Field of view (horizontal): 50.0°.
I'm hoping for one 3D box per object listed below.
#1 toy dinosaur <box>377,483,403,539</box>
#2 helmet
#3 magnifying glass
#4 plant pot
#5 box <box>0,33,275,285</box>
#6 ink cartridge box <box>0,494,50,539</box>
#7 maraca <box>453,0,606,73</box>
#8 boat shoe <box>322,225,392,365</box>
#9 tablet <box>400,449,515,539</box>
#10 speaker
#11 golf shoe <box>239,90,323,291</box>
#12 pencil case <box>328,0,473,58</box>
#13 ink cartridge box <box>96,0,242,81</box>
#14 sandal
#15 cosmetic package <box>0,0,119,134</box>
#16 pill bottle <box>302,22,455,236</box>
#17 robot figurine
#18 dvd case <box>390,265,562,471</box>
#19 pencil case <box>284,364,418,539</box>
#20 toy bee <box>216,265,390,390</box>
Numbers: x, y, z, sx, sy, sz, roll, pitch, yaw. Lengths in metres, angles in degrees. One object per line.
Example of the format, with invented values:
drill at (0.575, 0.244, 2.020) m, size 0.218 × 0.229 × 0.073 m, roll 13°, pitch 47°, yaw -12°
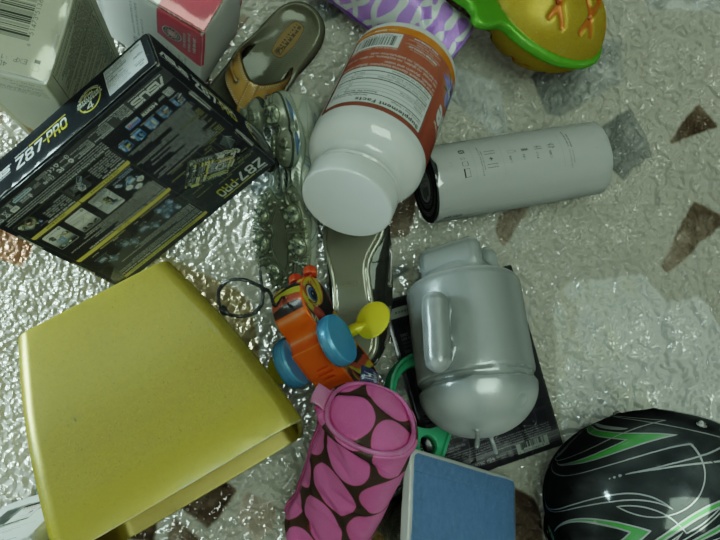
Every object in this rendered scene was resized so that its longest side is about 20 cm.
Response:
toy dinosaur at (0.074, 0.264, 0.764) m, size 0.199 × 0.077 × 0.103 m, roll 22°, pitch 88°, yaw -6°
helmet at (0.285, 0.231, 0.751) m, size 0.199 × 0.191 × 0.201 m, roll 1°, pitch 85°, yaw -11°
magnifying glass at (0.065, 0.179, 0.749) m, size 0.079 × 0.022 × 0.201 m, roll 8°, pitch 67°, yaw -25°
plant pot at (-0.178, 0.111, 0.670) m, size 0.199 × 0.200 × 0.177 m, roll -28°, pitch 78°, yaw -11°
box at (-0.196, -0.083, 0.664) m, size 0.200 × 0.161 × 0.049 m, roll -37°, pitch 53°, yaw 13°
ink cartridge box at (-0.264, 0.272, 0.628) m, size 0.082 × 0.200 × 0.148 m, roll -14°, pitch 87°, yaw -10°
maraca at (0.175, -0.275, 0.810) m, size 0.199 × 0.107 × 0.138 m, roll 11°, pitch 55°, yaw -25°
boat shoe at (0.000, 0.000, 0.789) m, size 0.067 × 0.057 × 0.201 m, roll -2°, pitch 80°, yaw 16°
tablet at (0.097, 0.249, 0.726) m, size 0.200 × 0.014 × 0.131 m, roll 29°, pitch 57°, yaw -46°
speaker at (0.160, -0.105, 0.813) m, size 0.199 × 0.081 × 0.082 m, roll -11°, pitch 87°, yaw -13°
golf shoe at (-0.057, -0.077, 0.768) m, size 0.097 × 0.078 × 0.201 m, roll -19°, pitch 112°, yaw -49°
pencil case at (0.021, -0.279, 0.797) m, size 0.200 × 0.084 × 0.086 m, roll 35°, pitch 91°, yaw -7°
ink cartridge box at (-0.215, -0.273, 0.714) m, size 0.199 × 0.146 × 0.083 m, roll 30°, pitch 78°, yaw -8°
sandal at (-0.098, -0.193, 0.778) m, size 0.082 × 0.055 × 0.200 m, roll 36°, pitch 79°, yaw -7°
cosmetic package at (-0.267, -0.181, 0.667) m, size 0.071 × 0.200 × 0.106 m, roll 13°, pitch 81°, yaw -7°
pill bottle at (0.017, -0.134, 0.734) m, size 0.112 × 0.112 × 0.201 m, roll 27°, pitch 55°, yaw -8°
robot figurine at (0.106, 0.072, 0.739) m, size 0.169 × 0.113 × 0.201 m, roll 21°, pitch 56°, yaw -50°
dvd case at (0.119, 0.110, 0.817) m, size 0.148 × 0.016 × 0.201 m, roll -16°, pitch 89°, yaw -12°
pencil case at (-0.016, 0.185, 0.684) m, size 0.093 × 0.091 × 0.201 m, roll 17°, pitch 127°, yaw -1°
toy bee at (-0.036, 0.048, 0.704) m, size 0.130 × 0.109 × 0.201 m, roll -9°, pitch 125°, yaw 10°
